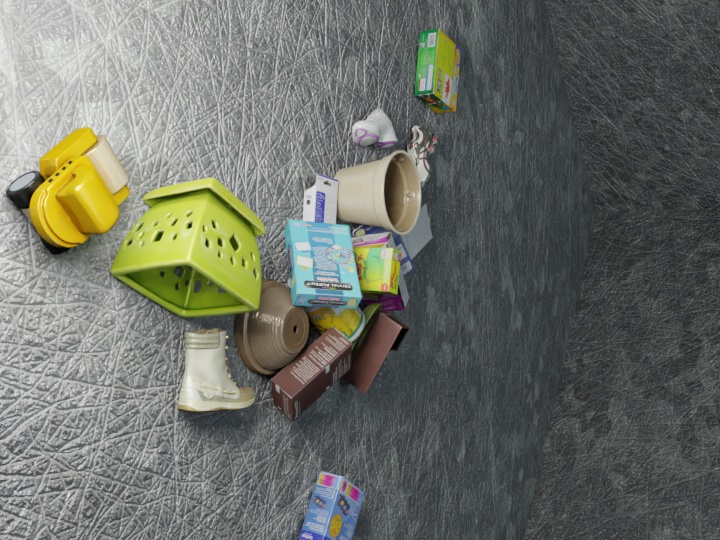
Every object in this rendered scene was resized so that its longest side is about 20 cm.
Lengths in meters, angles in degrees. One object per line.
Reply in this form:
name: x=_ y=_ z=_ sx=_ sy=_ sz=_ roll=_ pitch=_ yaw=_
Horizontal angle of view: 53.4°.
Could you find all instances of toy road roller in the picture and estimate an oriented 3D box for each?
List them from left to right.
toy road roller: x=-0.420 y=-0.122 z=1.099 sx=0.202 sy=0.143 sz=0.125 roll=-59 pitch=137 yaw=-38

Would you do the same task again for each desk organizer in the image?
desk organizer: x=0.040 y=0.212 z=1.841 sx=0.203 sy=0.076 sz=0.071 roll=-61 pitch=157 yaw=5

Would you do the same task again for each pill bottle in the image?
pill bottle: x=-0.081 y=0.076 z=1.679 sx=0.201 sy=0.111 sz=0.114 roll=53 pitch=48 yaw=-34

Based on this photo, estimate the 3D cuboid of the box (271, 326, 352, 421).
box: x=-0.108 y=0.231 z=1.614 sx=0.199 sy=0.074 sz=0.102 roll=-38 pitch=150 yaw=-29

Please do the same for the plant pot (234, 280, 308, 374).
plant pot: x=-0.176 y=0.125 z=1.557 sx=0.199 sy=0.091 sz=0.208 roll=-2 pitch=92 yaw=-57

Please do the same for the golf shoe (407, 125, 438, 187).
golf shoe: x=0.167 y=-0.332 z=2.133 sx=0.087 sy=0.076 sz=0.205 roll=28 pitch=64 yaw=-33

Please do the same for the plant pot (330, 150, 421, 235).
plant pot: x=0.030 y=-0.192 z=1.793 sx=0.199 sy=0.179 sz=0.207 roll=-5 pitch=96 yaw=-57

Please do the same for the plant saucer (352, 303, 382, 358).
plant saucer: x=-0.007 y=0.164 z=1.811 sx=0.203 sy=0.031 sz=0.200 roll=-59 pitch=172 yaw=-13

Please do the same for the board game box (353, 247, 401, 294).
board game box: x=0.000 y=0.000 z=1.736 sx=0.047 sy=0.195 sz=0.105 roll=17 pitch=77 yaw=-56

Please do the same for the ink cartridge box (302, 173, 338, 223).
ink cartridge box: x=-0.098 y=-0.124 z=1.724 sx=0.099 sy=0.038 sz=0.207 roll=9 pitch=85 yaw=-58

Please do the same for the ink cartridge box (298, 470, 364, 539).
ink cartridge box: x=-0.073 y=0.620 z=1.763 sx=0.137 sy=0.075 sz=0.204 roll=49 pitch=53 yaw=-47

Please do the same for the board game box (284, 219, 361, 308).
board game box: x=-0.086 y=-0.015 z=1.588 sx=0.147 sy=0.047 sz=0.204 roll=5 pitch=52 yaw=-20

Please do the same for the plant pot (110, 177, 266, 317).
plant pot: x=-0.292 y=-0.043 z=1.276 sx=0.200 sy=0.194 sz=0.186 roll=41 pitch=51 yaw=-50

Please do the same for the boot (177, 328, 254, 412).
boot: x=-0.277 y=0.195 z=1.418 sx=0.198 sy=0.070 sz=0.160 roll=10 pitch=80 yaw=-57

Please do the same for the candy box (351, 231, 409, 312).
candy box: x=0.038 y=0.009 z=1.851 sx=0.061 sy=0.133 sz=0.204 roll=-63 pitch=141 yaw=-55

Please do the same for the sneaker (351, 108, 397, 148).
sneaker: x=0.029 y=-0.383 z=1.906 sx=0.199 sy=0.073 sz=0.103 roll=-3 pitch=80 yaw=-62

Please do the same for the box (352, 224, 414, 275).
box: x=0.059 y=-0.057 z=1.917 sx=0.119 sy=0.032 sz=0.203 roll=-31 pitch=121 yaw=-9

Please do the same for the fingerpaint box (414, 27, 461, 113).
fingerpaint box: x=0.240 y=-0.615 z=2.220 sx=0.165 sy=0.072 sz=0.206 roll=14 pitch=80 yaw=-57

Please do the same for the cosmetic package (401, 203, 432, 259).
cosmetic package: x=0.127 y=-0.104 z=2.053 sx=0.200 sy=0.079 sz=0.116 roll=-43 pitch=127 yaw=-50
